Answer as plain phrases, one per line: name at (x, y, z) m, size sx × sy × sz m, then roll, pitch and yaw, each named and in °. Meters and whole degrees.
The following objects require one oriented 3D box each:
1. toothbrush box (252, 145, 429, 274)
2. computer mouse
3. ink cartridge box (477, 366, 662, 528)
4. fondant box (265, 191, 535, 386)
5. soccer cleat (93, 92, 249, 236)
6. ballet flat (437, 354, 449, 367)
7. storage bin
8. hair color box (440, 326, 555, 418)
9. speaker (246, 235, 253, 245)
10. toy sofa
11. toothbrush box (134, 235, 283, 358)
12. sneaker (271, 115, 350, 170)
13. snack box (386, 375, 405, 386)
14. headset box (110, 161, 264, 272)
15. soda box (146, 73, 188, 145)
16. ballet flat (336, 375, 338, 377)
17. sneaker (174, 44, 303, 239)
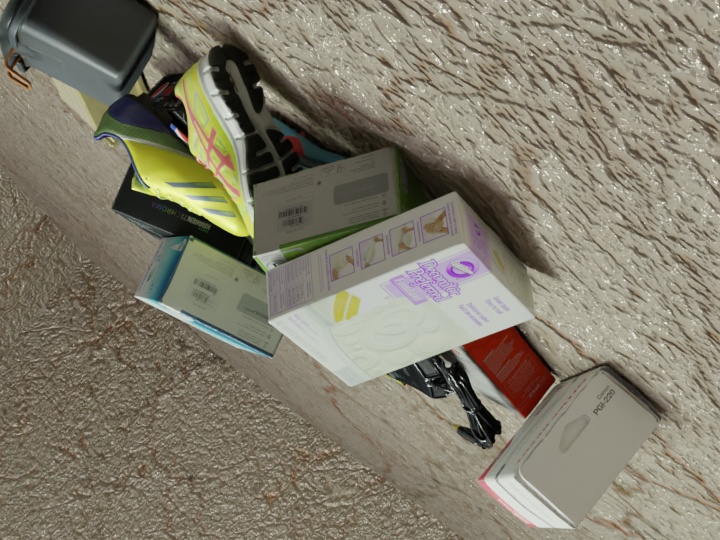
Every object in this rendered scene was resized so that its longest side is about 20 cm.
toothbrush box at (0.003, -0.013, 1.342) m, size 0.145 × 0.087 × 0.200 m, roll -13°, pitch 146°, yaw 16°
computer mouse at (0.082, 0.119, 1.552) m, size 0.200 × 0.046 × 0.141 m, roll 22°, pitch 150°, yaw 52°
ink cartridge box at (0.209, 0.184, 1.447) m, size 0.085 × 0.146 × 0.200 m, roll 40°, pitch 169°, yaw 4°
fondant box at (0.036, 0.022, 1.269) m, size 0.144 × 0.199 × 0.059 m, roll 42°, pitch -147°, yaw -46°
soccer cleat at (-0.198, -0.099, 1.508) m, size 0.200 × 0.084 × 0.065 m, roll 45°, pitch 168°, yaw -9°
ballet flat at (0.078, 0.076, 1.644) m, size 0.068 × 0.072 × 0.200 m, roll 27°, pitch 163°, yaw 35°
storage bin at (-0.300, -0.246, 1.517) m, size 0.134 × 0.146 × 0.200 m, roll 31°, pitch 169°, yaw -5°
hair color box at (0.117, 0.067, 1.518) m, size 0.101 × 0.061 × 0.200 m, roll 27°, pitch 163°, yaw 51°
speaker at (-0.104, -0.068, 1.608) m, size 0.200 × 0.081 × 0.081 m, roll 52°, pitch 165°, yaw -19°
toy sofa at (-0.317, -0.237, 1.708) m, size 0.098 × 0.083 × 0.200 m, roll 43°, pitch 169°, yaw 11°
toothbrush box at (-0.170, 0.028, 1.645) m, size 0.146 × 0.086 × 0.200 m, roll 28°, pitch 174°, yaw -16°
sneaker at (-0.053, -0.075, 1.437) m, size 0.200 × 0.096 × 0.079 m, roll 32°, pitch 167°, yaw 35°
snack box at (-0.021, 0.049, 1.875) m, size 0.200 × 0.068 × 0.168 m, roll 49°, pitch 166°, yaw -30°
headset box at (-0.190, -0.068, 1.743) m, size 0.173 × 0.093 × 0.200 m, roll 22°, pitch 175°, yaw 13°
soda box at (-0.191, -0.176, 1.583) m, size 0.071 × 0.063 × 0.200 m, roll 44°, pitch 169°, yaw -21°
ballet flat at (-0.045, 0.038, 1.494) m, size 0.072 × 0.072 × 0.201 m, roll 20°, pitch 143°, yaw 59°
sneaker at (-0.122, -0.115, 1.382) m, size 0.090 × 0.078 × 0.201 m, roll -15°, pitch 95°, yaw 42°
